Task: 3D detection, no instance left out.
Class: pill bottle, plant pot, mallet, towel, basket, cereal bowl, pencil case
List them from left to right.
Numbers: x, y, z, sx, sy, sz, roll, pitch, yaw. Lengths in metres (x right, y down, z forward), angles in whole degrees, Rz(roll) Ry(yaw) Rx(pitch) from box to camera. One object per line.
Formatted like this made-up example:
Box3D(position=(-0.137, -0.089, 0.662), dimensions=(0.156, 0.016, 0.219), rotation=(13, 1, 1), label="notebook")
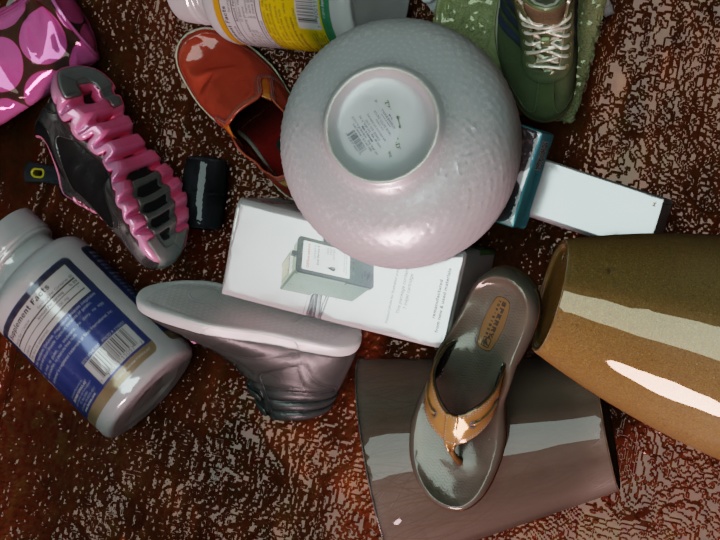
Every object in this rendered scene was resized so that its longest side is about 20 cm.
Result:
Box3D(position=(-0.334, -0.182, 1.823), dimensions=(0.199, 0.091, 0.094), rotation=(-33, 118, 10), label="pencil case")
Box3D(position=(-0.253, 0.042, 1.788), dimensions=(0.200, 0.111, 0.111), rotation=(44, 99, 10), label="pill bottle")
Box3D(position=(-0.210, -0.088, 1.819), dimensions=(0.198, 0.041, 0.067), rotation=(15, 95, 17), label="mallet")
Box3D(position=(-0.066, -0.246, 1.729), dimensions=(0.198, 0.112, 0.114), rotation=(9, 92, 31), label="pill bottle")
Box3D(position=(0.027, -0.106, 1.595), dimensions=(0.198, 0.083, 0.202), rotation=(-2, 81, 12), label="cereal bowl")
Box3D(position=(0.110, 0.144, 1.692), dimensions=(0.198, 0.136, 0.182), rotation=(-11, 95, 10), label="basket")
Box3D(position=(0.133, -0.227, 1.677), dimensions=(0.147, 0.037, 0.202), rotation=(9, 108, 0), label="towel")
Box3D(position=(0.243, 0.045, 1.602), dimensions=(0.198, 0.186, 0.188), rotation=(15, 94, -5), label="plant pot")

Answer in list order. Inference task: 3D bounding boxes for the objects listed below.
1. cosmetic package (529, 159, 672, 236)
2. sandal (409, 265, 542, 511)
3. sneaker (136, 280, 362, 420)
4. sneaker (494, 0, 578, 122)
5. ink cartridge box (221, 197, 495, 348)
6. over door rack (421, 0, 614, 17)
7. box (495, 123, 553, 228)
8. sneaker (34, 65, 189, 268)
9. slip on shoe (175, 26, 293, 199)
Box3D(position=(0.158, -0.067, 1.703), dimensions=(0.198, 0.082, 0.051), rotation=(19, 94, 14), label="cosmetic package")
Box3D(position=(0.088, 0.094, 1.594), dimensions=(0.081, 0.055, 0.202), rotation=(25, 104, 16), label="sandal")
Box3D(position=(-0.103, 0.075, 1.751), dimensions=(0.198, 0.071, 0.100), rotation=(13, 123, 3), label="sneaker")
Box3D(position=(0.141, -0.209, 1.616), dimensions=(0.066, 0.090, 0.202), rotation=(-3, 108, 2), label="sneaker")
Box3D(position=(0.000, 0.000, 1.708), dimensions=(0.198, 0.145, 0.085), rotation=(14, 94, 14), label="ink cartridge box")
Box3D(position=(0.112, -0.284, 1.723), dimensions=(0.147, 0.067, 0.202), rotation=(-22, 85, 12), label="over door rack")
Box3D(position=(0.051, -0.103, 1.663), dimensions=(0.198, 0.049, 0.083), rotation=(19, 96, 16), label="box")
Box3D(position=(-0.224, -0.079, 1.780), dimensions=(0.095, 0.079, 0.201), rotation=(-42, 72, 38), label="sneaker")
Box3D(position=(-0.097, -0.143, 1.767), dimensions=(0.074, 0.061, 0.200), rotation=(-42, 66, 8), label="slip on shoe")
